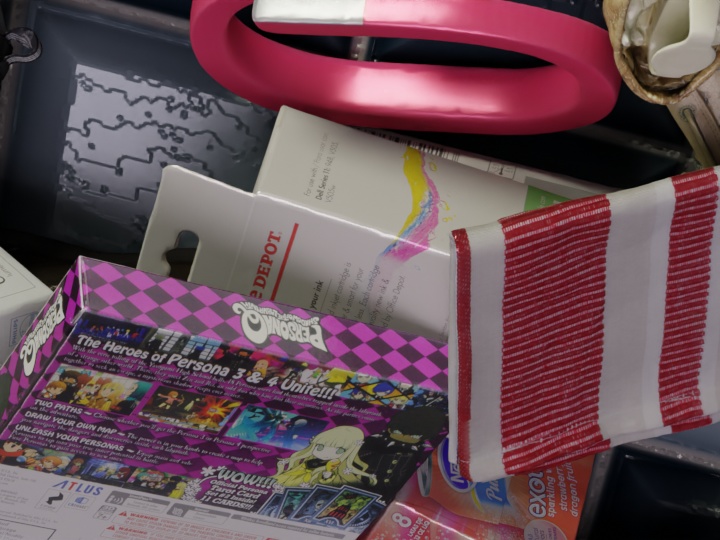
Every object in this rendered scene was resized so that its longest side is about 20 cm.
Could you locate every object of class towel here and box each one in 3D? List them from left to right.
[{"bbox_3d":[0.135,0.019,1.281,0.199,0.023,0.145,-13,131,-13],"label":"towel"}]

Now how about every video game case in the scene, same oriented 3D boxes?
[{"bbox_3d":[-0.075,0.078,1.314,0.199,0.036,0.181,13,137,-27],"label":"video game case"}]

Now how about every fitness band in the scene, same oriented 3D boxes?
[{"bbox_3d":[0.020,-0.101,1.308,0.199,0.038,0.144,5,165,14],"label":"fitness band"}]

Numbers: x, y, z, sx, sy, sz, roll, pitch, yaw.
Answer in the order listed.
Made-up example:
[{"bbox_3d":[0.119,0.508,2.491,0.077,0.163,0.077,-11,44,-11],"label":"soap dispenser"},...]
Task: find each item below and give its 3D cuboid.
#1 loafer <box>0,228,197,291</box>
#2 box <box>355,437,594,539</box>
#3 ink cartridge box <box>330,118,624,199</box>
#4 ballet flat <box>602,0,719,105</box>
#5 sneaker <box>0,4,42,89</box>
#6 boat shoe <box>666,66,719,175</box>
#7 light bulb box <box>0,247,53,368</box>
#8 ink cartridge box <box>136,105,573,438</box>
[{"bbox_3d":[-0.122,0.033,1.429,0.199,0.071,0.073,6,123,20],"label":"loafer"},{"bbox_3d":[0.029,0.156,1.450,0.094,0.103,0.200,26,133,-6],"label":"box"},{"bbox_3d":[0.045,0.029,1.431,0.160,0.050,0.201,14,135,3],"label":"ink cartridge box"},{"bbox_3d":[0.145,-0.131,1.181,0.070,0.066,0.200,2,153,-4],"label":"ballet flat"},{"bbox_3d":[-0.239,-0.115,1.380,0.200,0.075,0.114,33,85,24],"label":"sneaker"},{"bbox_3d":[0.166,-0.079,1.324,0.062,0.073,0.201,-18,105,27],"label":"boat shoe"},{"bbox_3d":[-0.285,0.038,1.361,0.198,0.199,0.125,36,129,34],"label":"light bulb box"},{"bbox_3d":[0.000,0.000,1.340,0.199,0.067,0.117,18,134,-3],"label":"ink cartridge box"}]
